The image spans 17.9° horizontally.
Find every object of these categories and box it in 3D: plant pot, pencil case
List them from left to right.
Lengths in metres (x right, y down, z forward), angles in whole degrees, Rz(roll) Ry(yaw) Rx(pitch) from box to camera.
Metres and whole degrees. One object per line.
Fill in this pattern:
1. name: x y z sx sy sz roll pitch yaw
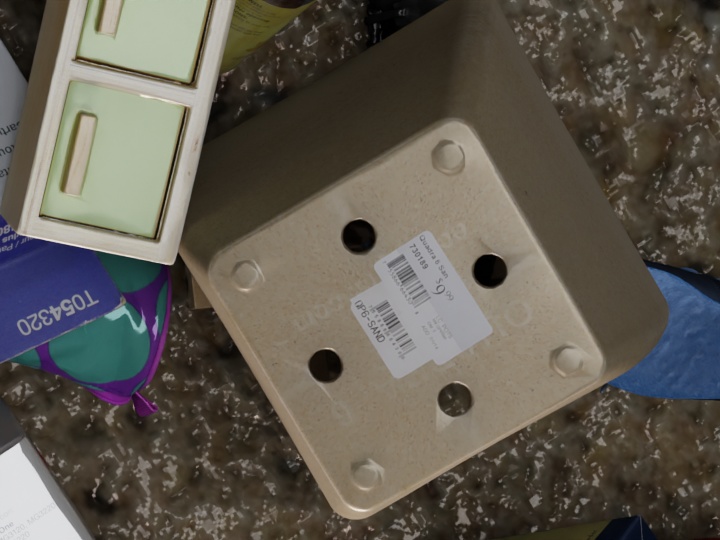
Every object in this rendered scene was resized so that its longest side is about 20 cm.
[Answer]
1. pencil case: -0.193 0.013 1.131 0.199 0.085 0.093 8 77 -17
2. plant pot: 0.022 0.006 1.075 0.199 0.177 0.200 -30 98 8

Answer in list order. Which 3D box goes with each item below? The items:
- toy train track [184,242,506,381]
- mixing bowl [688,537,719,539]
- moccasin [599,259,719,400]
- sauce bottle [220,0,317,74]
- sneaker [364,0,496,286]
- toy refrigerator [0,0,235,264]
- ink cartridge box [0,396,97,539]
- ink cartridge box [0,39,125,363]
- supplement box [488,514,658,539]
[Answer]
1. toy train track: 0.000 0.000 1.217 0.199 0.033 0.115 -5 89 -22
2. mixing bowl: 0.199 0.219 1.234 0.108 0.200 0.201 -46 108 -37
3. moccasin: 0.177 0.038 1.255 0.199 0.068 0.081 18 98 -16
4. sauce bottle: -0.042 -0.151 1.097 0.066 0.200 0.066 11 69 -30
5. sneaker: 0.027 -0.080 1.185 0.104 0.060 0.200 -35 105 -28
6. toy refrigerator: -0.103 -0.110 1.036 0.076 0.070 0.201 12 96 -18
7. ink cartridge box: -0.157 0.168 1.127 0.083 0.145 0.201 -32 104 -10
8. ink cartridge box: -0.234 -0.037 1.067 0.196 0.043 0.200 -26 75 -30
9. supplement box: 0.093 0.251 1.163 0.200 0.199 0.134 55 52 -14
